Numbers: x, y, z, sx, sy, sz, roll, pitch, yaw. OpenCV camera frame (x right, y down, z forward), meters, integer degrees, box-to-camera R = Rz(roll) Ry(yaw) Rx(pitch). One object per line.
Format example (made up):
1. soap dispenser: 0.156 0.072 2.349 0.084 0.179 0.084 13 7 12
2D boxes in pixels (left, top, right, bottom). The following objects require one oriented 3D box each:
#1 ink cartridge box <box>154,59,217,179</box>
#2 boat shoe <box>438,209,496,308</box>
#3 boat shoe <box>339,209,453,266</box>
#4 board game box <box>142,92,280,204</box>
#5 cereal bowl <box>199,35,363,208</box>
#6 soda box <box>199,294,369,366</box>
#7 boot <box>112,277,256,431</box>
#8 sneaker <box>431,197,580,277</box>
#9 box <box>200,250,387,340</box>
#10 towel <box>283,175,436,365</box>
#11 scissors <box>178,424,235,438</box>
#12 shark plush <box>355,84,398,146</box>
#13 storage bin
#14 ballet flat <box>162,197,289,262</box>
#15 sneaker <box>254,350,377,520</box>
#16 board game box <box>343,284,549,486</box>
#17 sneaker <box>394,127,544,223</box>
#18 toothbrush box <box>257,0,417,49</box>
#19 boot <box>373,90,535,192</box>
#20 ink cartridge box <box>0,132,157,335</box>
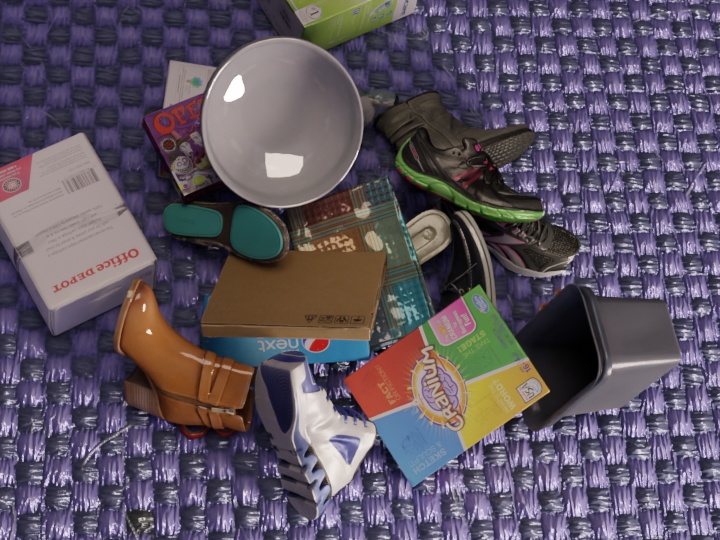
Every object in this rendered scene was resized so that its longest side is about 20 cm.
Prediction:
1. ink cartridge box: -0.158 -0.181 1.775 0.197 0.077 0.138 7 65 -5
2. boat shoe: 0.128 0.028 1.695 0.061 0.075 0.203 -8 98 -12
3. boat shoe: 0.024 -0.011 1.739 0.198 0.068 0.073 -27 91 -6
4. board game box: -0.158 -0.173 1.717 0.198 0.032 0.121 -25 69 -19
5. cereal bowl: -0.097 -0.182 1.648 0.197 0.083 0.203 -3 107 -10
6. soda box: -0.088 0.068 1.640 0.197 0.069 0.065 -3 33 2
7. boot: -0.193 0.098 1.556 0.152 0.202 0.074 13 47 13
8. sneaker: 0.190 -0.057 1.772 0.197 0.087 0.081 17 63 -2
9. box: -0.074 0.026 1.617 0.197 0.022 0.164 1 32 9
10. towel: 0.000 0.000 1.693 0.145 0.022 0.203 -18 88 1
11. scissors: -0.204 0.112 1.663 0.072 0.014 0.202 -14 67 -14
12. shark plush: -0.044 -0.218 1.771 0.199 0.091 0.084 -3 46 -49
13. storage bin: 0.284 0.097 1.667 0.132 0.200 0.147 -1 64 -23
14. ballet flat: -0.150 -0.053 1.685 0.198 0.075 0.069 12 97 32
15. sneaker: -0.047 0.175 1.595 0.114 0.202 0.080 -29 27 -35
16. board game box: 0.102 0.136 1.635 0.199 0.040 0.154 -35 84 1
17. sneaker: 0.140 -0.117 1.703 0.198 0.077 0.085 26 94 7
18. toothbrush box: -0.035 -0.399 1.898 0.198 0.086 0.147 -25 71 -22
19. boot: 0.126 -0.193 1.842 0.198 0.068 0.132 -18 63 -19
20. ink cartridge box: -0.355 -0.044 1.669 0.145 0.083 0.201 -26 71 -21
